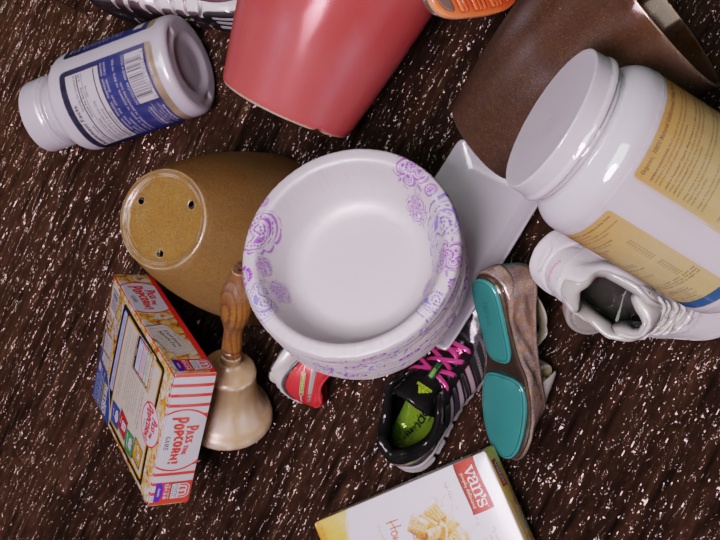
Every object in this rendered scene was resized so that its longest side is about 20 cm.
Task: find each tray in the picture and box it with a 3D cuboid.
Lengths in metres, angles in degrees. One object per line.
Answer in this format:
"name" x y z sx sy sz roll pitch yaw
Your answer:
"tray" 0.092 -0.026 1.003 0.107 0.022 0.201 28 76 21

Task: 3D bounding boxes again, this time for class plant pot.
"plant pot" -0.144 -0.040 1.032 0.185 0.200 0.188 -1 87 20
"plant pot" -0.039 -0.241 1.019 0.200 0.200 0.178 31 106 20
"plant pot" 0.185 -0.178 0.938 0.200 0.186 0.188 -39 74 27

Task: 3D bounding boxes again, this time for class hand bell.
"hand bell" -0.126 0.072 1.016 0.104 0.104 0.201 30 133 20

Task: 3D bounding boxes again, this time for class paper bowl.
"paper bowl" 0.000 0.000 0.943 0.199 0.104 0.202 -4 68 11

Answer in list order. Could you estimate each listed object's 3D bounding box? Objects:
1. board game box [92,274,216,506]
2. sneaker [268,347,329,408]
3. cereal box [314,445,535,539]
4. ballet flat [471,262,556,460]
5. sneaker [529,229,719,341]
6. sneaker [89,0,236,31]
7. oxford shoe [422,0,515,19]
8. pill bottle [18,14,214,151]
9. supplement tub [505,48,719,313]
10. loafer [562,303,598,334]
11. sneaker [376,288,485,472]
"board game box" -0.216 0.117 1.057 0.200 0.046 0.153 45 126 49
"sneaker" -0.009 0.053 1.053 0.085 0.077 0.201 36 101 -2
"cereal box" 0.069 0.275 1.007 0.199 0.039 0.145 -28 80 21
"ballet flat" 0.151 0.084 0.971 0.068 0.067 0.202 25 130 49
"sneaker" 0.244 0.034 0.897 0.198 0.100 0.078 14 117 -15
"sneaker" -0.199 -0.332 1.146 0.198 0.076 0.117 8 84 11
"oxford shoe" 0.109 -0.272 0.964 0.073 0.200 0.072 -15 106 46
"pill bottle" -0.270 -0.198 1.136 0.199 0.111 0.112 -14 82 20
"supplement tub" 0.231 -0.071 0.817 0.199 0.145 0.145 29 98 -11
"loafer" 0.248 -0.035 0.959 0.071 0.063 0.201 23 108 -19
"sneaker" 0.073 0.107 0.998 0.073 0.087 0.201 29 96 20
